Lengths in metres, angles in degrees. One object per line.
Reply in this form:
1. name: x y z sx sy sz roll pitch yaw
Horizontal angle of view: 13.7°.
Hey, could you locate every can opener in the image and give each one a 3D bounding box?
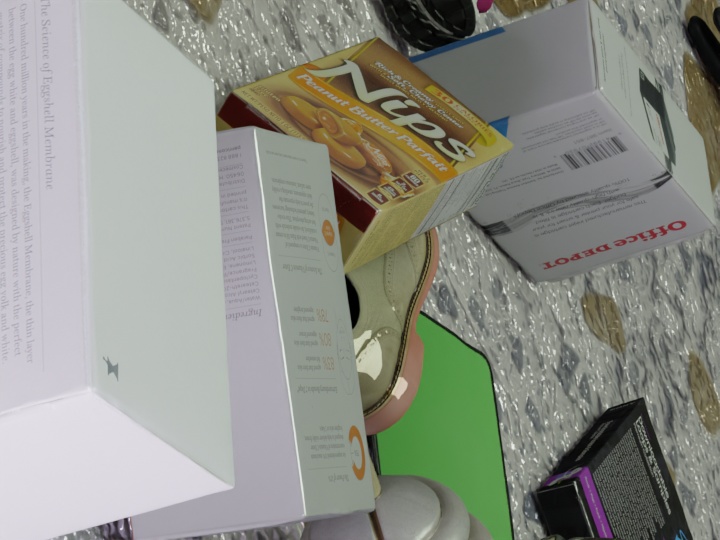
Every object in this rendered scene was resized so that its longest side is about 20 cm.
1. can opener: 0.361 -0.155 2.732 0.200 0.063 0.079 63 26 -23

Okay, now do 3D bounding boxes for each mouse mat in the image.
1. mouse mat: 0.049 0.101 1.934 0.200 0.008 0.161 35 44 -56

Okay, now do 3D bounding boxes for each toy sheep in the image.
1. toy sheep: 0.023 0.182 1.664 0.138 0.137 0.201 -69 152 -55

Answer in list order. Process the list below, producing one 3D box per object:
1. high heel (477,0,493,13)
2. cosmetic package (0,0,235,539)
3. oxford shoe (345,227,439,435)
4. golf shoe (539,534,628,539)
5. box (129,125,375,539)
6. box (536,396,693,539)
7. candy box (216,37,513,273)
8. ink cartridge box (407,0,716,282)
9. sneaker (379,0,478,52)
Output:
1. high heel: 0.073 -0.272 2.130 0.200 0.096 0.068 57 28 -32
2. cosmetic package: -0.168 0.007 1.270 0.123 0.199 0.200 38 41 -53
3. oxford shoe: 0.000 0.000 1.818 0.074 0.071 0.200 41 34 -37
4. golf shoe: 0.144 0.245 1.934 0.078 0.094 0.200 58 31 -37
5. box: -0.066 0.035 1.562 0.124 0.097 0.201 9 73 -73
6. box: 0.188 0.188 2.148 0.200 0.036 0.143 -36 108 -64
7. candy box: -0.001 -0.071 1.792 0.115 0.055 0.200 40 27 12
8. ink cartridge box: 0.141 -0.087 2.091 0.200 0.145 0.084 43 36 -49
9. sneaker: 0.022 -0.247 2.047 0.079 0.074 0.201 -86 156 -58
